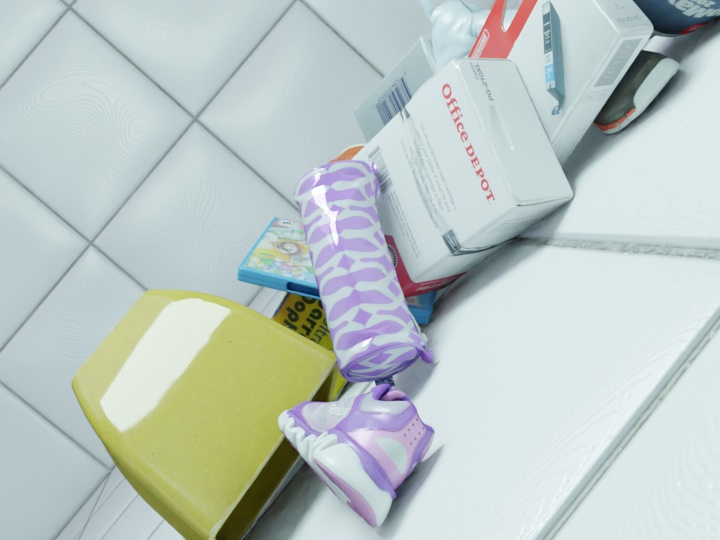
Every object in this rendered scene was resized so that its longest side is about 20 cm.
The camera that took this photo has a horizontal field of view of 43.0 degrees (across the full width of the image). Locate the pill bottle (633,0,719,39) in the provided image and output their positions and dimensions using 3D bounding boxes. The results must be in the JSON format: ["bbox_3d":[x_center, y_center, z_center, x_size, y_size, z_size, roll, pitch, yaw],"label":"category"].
[{"bbox_3d":[0.279,-0.269,0.781,0.120,0.119,0.200,-51,8,-15],"label":"pill bottle"}]

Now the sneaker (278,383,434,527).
[{"bbox_3d":[0.000,0.126,0.698,0.088,0.081,0.200,-44,12,-13],"label":"sneaker"}]

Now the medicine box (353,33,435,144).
[{"bbox_3d":[0.125,-0.233,1.232,0.198,0.104,0.182,-18,-12,-35],"label":"medicine box"}]

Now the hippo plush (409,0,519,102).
[{"bbox_3d":[0.126,-0.204,1.010,0.159,0.199,0.163,22,89,51],"label":"hippo plush"}]

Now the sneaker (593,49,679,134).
[{"bbox_3d":[0.216,-0.181,0.844,0.077,0.082,0.200,-48,12,0],"label":"sneaker"}]

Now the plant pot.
[{"bbox_3d":[-0.158,0.133,0.877,0.195,0.199,0.196,-53,-11,-23],"label":"plant pot"}]

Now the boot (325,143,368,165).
[{"bbox_3d":[0.040,-0.121,1.097,0.198,0.076,0.107,1,31,28],"label":"boot"}]

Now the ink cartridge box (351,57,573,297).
[{"bbox_3d":[0.082,-0.082,0.856,0.084,0.146,0.200,-10,-18,-38],"label":"ink cartridge box"}]

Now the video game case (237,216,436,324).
[{"bbox_3d":[-0.015,-0.004,0.964,0.143,0.197,0.018,-66,-12,-64],"label":"video game case"}]

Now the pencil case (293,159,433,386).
[{"bbox_3d":[0.000,0.000,0.818,0.084,0.202,0.084,-16,-20,-1],"label":"pencil case"}]

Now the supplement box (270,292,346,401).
[{"bbox_3d":[-0.030,0.037,1.059,0.109,0.109,0.200,-55,5,25],"label":"supplement box"}]

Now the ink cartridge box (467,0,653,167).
[{"bbox_3d":[0.157,-0.201,0.835,0.044,0.177,0.201,-12,-31,-28],"label":"ink cartridge box"}]
